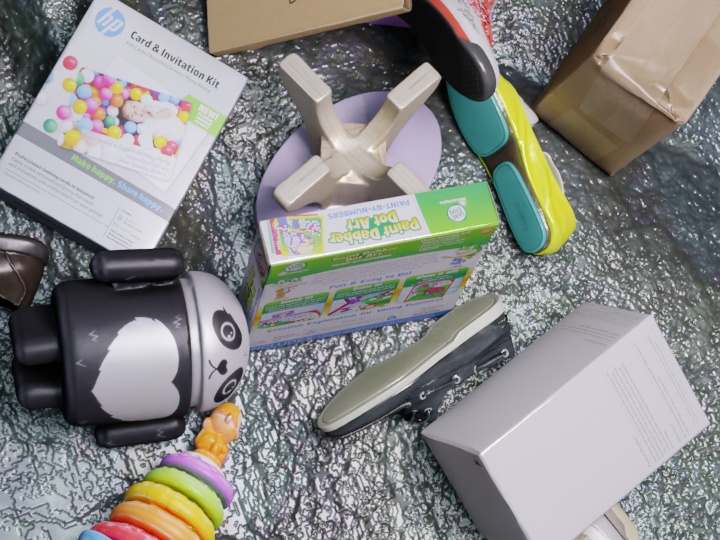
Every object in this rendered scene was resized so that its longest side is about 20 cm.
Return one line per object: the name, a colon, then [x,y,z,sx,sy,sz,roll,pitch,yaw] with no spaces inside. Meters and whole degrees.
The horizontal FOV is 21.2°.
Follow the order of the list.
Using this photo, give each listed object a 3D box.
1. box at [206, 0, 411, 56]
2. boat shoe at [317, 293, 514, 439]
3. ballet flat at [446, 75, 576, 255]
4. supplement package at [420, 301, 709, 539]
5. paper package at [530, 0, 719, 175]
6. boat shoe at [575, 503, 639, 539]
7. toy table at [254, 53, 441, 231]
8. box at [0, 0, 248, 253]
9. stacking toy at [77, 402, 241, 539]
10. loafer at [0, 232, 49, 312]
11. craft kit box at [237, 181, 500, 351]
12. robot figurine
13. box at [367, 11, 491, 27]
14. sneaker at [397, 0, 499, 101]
box: [-0.050,-0.288,1.703,0.198,0.021,0.165,-10,77,27]
boat shoe: [0.055,0.100,1.689,0.199,0.074,0.067,-36,109,-21]
ballet flat: [0.142,-0.111,1.761,0.067,0.067,0.202,-22,87,-37]
supplement package: [0.176,0.137,1.668,0.199,0.120,0.122,-36,108,-17]
paper package: [0.264,-0.203,1.729,0.103,0.200,0.191,37,74,-3]
boat shoe: [0.237,0.282,1.696,0.068,0.075,0.200,-37,79,-14]
toy table: [-0.006,-0.100,1.679,0.183,0.117,0.201,34,69,6]
box: [-0.211,-0.120,1.686,0.155,0.041,0.201,30,73,-6]
stacking toy: [-0.151,0.194,1.617,0.109,0.116,0.201,31,60,0]
loafer: [-0.360,0.001,1.609,0.198,0.073,0.072,4,76,-12]
craft kit box: [0.000,0.000,1.628,0.198,0.198,0.049,-10,72,-15]
robot figurine: [-0.191,0.065,1.608,0.198,0.151,0.126,-5,67,-13]
box: [0.025,-0.297,1.776,0.198,0.039,0.139,5,78,-12]
sneaker: [0.096,-0.232,1.686,0.107,0.068,0.202,-21,48,-20]
